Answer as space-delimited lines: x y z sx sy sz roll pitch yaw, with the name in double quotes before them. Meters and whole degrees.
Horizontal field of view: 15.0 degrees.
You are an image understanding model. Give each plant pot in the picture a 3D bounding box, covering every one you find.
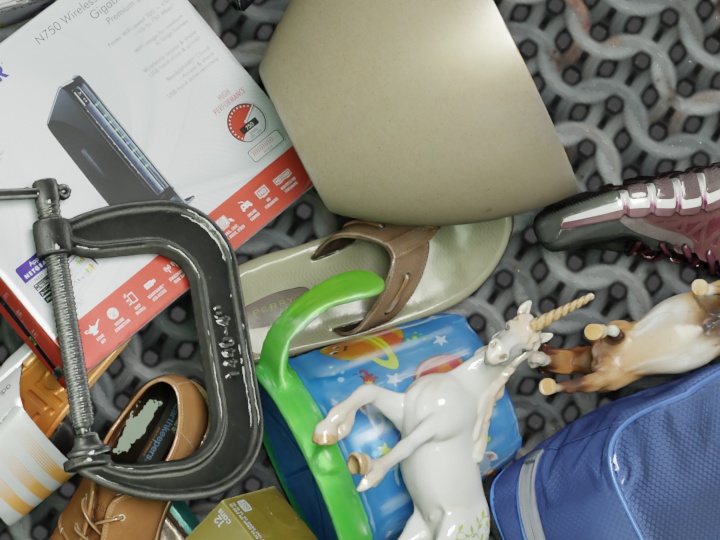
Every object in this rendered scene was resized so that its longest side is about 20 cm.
"plant pot" 0.021 -0.104 1.555 0.134 0.200 0.201 -27 91 3

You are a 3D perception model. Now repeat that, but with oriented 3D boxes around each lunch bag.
"lunch bag" 0.181 0.134 1.575 0.200 0.132 0.136 -20 88 -39

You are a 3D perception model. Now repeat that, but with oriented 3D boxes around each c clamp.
"c clamp" -0.141 0.038 1.534 0.170 0.027 0.201 -11 79 -25

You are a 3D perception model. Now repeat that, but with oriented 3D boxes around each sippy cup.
"sippy cup" 0.018 0.092 1.596 0.130 0.178 0.140 -24 62 -12

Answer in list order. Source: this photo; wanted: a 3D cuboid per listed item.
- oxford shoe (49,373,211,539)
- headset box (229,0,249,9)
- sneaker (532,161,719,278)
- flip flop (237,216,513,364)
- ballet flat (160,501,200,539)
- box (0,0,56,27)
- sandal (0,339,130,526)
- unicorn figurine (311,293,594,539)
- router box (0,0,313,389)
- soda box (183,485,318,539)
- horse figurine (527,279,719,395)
"oxford shoe" -0.148 0.148 1.565 0.071 0.071 0.201 21 83 14
"headset box" -0.060 -0.274 1.595 0.200 0.093 0.174 -41 92 0
"sneaker" 0.208 -0.004 1.621 0.199 0.076 0.116 -11 94 -2
"flip flop" 0.000 0.000 1.622 0.199 0.058 0.081 -21 91 -4
"ballet flat" -0.093 0.203 1.625 0.067 0.068 0.200 -41 81 4
"box" -0.255 -0.233 1.583 0.060 0.117 0.201 -27 92 35
"sandal" -0.186 0.085 1.602 0.059 0.079 0.207 36 86 40
"unicorn figurine" 0.043 0.102 1.509 0.137 0.074 0.201 -20 128 -36
"router box" -0.151 -0.062 1.591 0.200 0.049 0.180 -41 92 -22
"soda box" -0.022 0.219 1.533 0.064 0.068 0.200 -45 75 21
"horse figurine" 0.182 0.032 1.566 0.199 0.132 0.050 -23 81 15
